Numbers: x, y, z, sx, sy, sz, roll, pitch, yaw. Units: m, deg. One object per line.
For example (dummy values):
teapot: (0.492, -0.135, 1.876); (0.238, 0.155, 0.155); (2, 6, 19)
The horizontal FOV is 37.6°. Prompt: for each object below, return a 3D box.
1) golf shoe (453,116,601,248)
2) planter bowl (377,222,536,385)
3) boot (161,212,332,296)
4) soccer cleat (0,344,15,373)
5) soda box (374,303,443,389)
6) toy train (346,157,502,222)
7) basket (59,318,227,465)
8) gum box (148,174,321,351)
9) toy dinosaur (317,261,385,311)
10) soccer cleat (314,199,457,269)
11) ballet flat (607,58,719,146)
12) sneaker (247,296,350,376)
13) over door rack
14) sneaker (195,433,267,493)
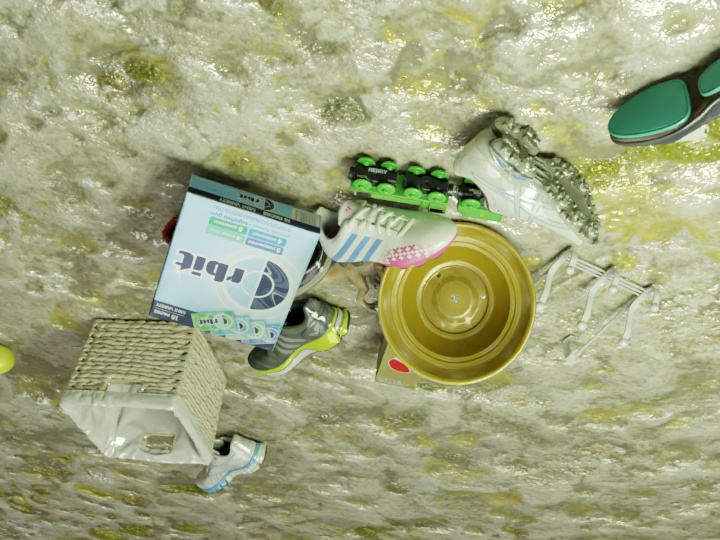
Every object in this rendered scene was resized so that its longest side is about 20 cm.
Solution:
golf shoe: (0.190, -0.088, 1.197); (0.200, 0.079, 0.097); (40, 136, -23)
planter bowl: (0.122, 0.040, 1.357); (0.198, 0.203, 0.083); (8, -177, 3)
boot: (-0.150, -0.028, 1.384); (0.198, 0.074, 0.151); (-8, 143, 35)
soccer cleat: (-0.672, 0.123, 1.753); (0.198, 0.065, 0.084); (19, 143, -13)
soda box: (0.069, 0.091, 1.501); (0.063, 0.068, 0.201); (12, 146, -3)
toy train: (0.080, -0.093, 1.251); (0.197, 0.042, 0.057); (10, 158, 0)
basket: (-0.334, 0.191, 1.675); (0.195, 0.162, 0.201); (1, 147, 13)
gum box: (-0.159, -0.005, 1.327); (0.168, 0.045, 0.201); (16, 125, -11)
toy dinosaur: (0.000, 0.000, 1.413); (0.199, 0.059, 0.101); (-25, 119, 31)
soccer cleat: (0.021, -0.049, 1.284); (0.198, 0.070, 0.087); (-5, 133, 40)
ballet flat: (0.342, -0.165, 1.048); (0.073, 0.074, 0.199); (31, 139, -29)
sneaker: (-0.105, 0.090, 1.556); (0.081, 0.074, 0.199); (37, 131, -26)
over door rack: (0.278, 0.061, 1.402); (0.146, 0.067, 0.200); (23, 145, -17)
sneaker: (-0.263, 0.352, 1.993); (0.086, 0.076, 0.199); (35, 132, -22)
